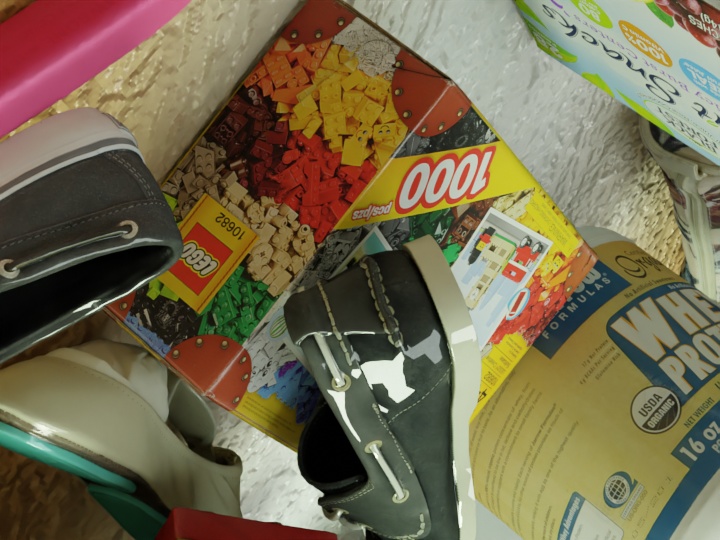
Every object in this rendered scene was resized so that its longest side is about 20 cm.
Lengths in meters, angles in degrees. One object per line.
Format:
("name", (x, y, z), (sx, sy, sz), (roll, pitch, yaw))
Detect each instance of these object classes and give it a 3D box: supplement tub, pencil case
("supplement tub", (0.121, 0.070, 0.956), (0.144, 0.200, 0.145), (-35, 147, -27))
("pencil case", (0.196, -0.037, 1.068), (0.090, 0.077, 0.200), (-64, 155, -19))

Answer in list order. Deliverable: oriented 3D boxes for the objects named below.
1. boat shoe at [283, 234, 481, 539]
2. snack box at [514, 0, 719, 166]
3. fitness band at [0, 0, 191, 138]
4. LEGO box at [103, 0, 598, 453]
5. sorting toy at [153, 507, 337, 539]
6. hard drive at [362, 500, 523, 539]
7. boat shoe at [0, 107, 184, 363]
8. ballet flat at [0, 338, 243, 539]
("boat shoe", (0.005, 0.066, 0.779), (0.067, 0.072, 0.201), (-22, 143, -13))
("snack box", (0.139, -0.103, 0.794), (0.068, 0.200, 0.169), (-48, 151, -5))
("fitness band", (-0.103, -0.110, 0.612), (0.200, 0.037, 0.144), (-37, 148, -23))
("LEGO box", (0.000, 0.000, 0.834), (0.149, 0.077, 0.200), (-52, 151, -1))
("sorting toy", (-0.086, 0.150, 0.806), (0.199, 0.070, 0.199), (-11, 157, 11))
("hard drive", (0.085, 0.131, 1.065), (0.199, 0.133, 0.026), (-18, 180, -44))
("boat shoe", (-0.144, 0.028, 0.649), (0.199, 0.066, 0.070), (-33, 157, -13))
("ballet flat", (-0.094, 0.063, 0.799), (0.070, 0.069, 0.200), (-48, 152, -7))
